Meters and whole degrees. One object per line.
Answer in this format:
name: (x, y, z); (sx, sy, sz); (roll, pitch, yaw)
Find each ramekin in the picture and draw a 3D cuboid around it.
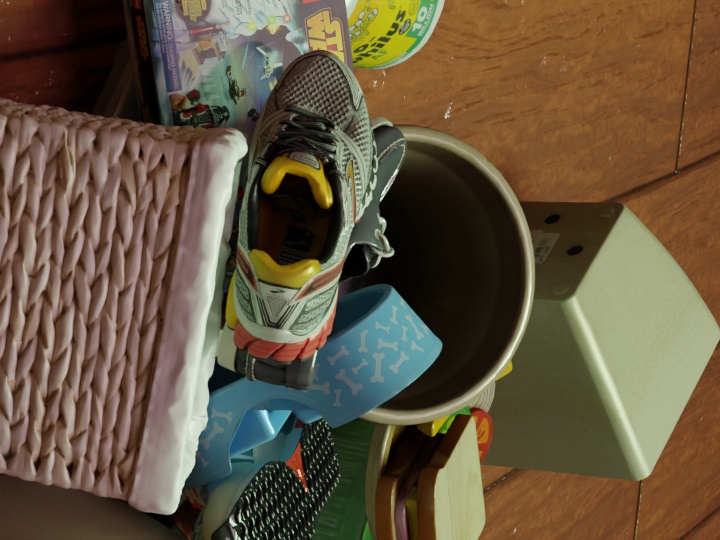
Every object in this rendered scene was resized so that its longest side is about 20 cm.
ramekin: (0.000, 0.208, 1.631); (0.200, 0.097, 0.202); (-34, 130, -54)

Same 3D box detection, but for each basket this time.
basket: (-0.154, 0.011, 1.124); (0.198, 0.159, 0.202); (-100, -161, -84)

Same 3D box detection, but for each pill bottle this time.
pill bottle: (-0.030, -0.200, 1.393); (0.200, 0.112, 0.114); (-1, 102, -63)

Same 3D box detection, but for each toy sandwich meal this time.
toy sandwich meal: (0.068, 0.150, 1.551); (0.205, 0.070, 0.207); (-31, 126, -55)

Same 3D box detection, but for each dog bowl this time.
dog bowl: (-0.046, 0.069, 1.269); (0.050, 0.199, 0.112); (61, 22, -11)

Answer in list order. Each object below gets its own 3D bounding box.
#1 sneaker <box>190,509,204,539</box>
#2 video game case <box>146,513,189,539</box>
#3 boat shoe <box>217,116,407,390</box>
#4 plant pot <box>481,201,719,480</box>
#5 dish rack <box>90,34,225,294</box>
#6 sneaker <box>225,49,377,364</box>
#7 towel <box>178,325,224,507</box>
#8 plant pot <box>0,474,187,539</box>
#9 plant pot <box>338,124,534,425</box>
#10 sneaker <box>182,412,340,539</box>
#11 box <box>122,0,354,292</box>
sneaker: (-0.079, 0.191, 1.405); (0.200, 0.075, 0.078); (-92, -160, -74)
video game case: (-0.150, 0.301, 1.458); (0.201, 0.025, 0.181); (-65, 151, -24)
boat shoe: (-0.013, -0.008, 1.220); (0.201, 0.062, 0.073); (-57, 163, -33)
plant pot: (0.182, 0.048, 1.832); (0.200, 0.198, 0.178); (-55, 134, -38)
dish rack: (-0.130, -0.061, 1.333); (0.200, 0.043, 0.173); (51, 55, -57)
sneaker: (-0.028, -0.049, 1.153); (0.082, 0.077, 0.201); (101, -5, -53)
towel: (-0.134, 0.087, 1.346); (0.133, 0.034, 0.200); (-53, 150, 1)
plant pot: (-0.140, 0.234, 1.261); (0.187, 0.198, 0.189); (-34, 130, -54)
plant pot: (0.000, 0.000, 1.432); (0.198, 0.174, 0.203); (-1, 92, -21)
sneaker: (-0.080, 0.148, 1.318); (0.200, 0.093, 0.071); (-52, 127, -67)
box: (-0.068, -0.094, 1.267); (0.136, 0.040, 0.202); (-14, 105, -26)
